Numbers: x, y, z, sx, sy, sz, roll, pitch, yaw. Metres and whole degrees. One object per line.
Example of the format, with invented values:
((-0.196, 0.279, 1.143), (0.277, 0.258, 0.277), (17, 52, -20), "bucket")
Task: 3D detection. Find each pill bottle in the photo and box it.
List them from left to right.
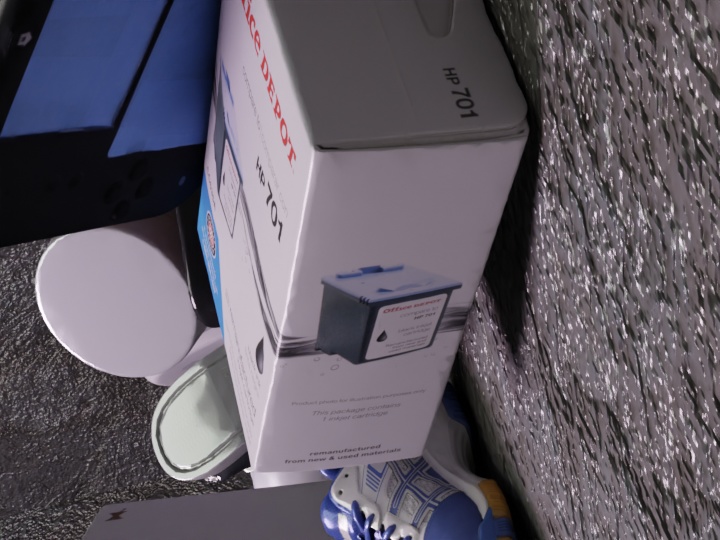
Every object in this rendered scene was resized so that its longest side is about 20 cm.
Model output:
((-0.106, -0.032, 0.914), (0.200, 0.113, 0.114), (-63, -31, -56), "pill bottle")

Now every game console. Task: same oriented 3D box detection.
((-0.086, -0.099, 0.629), (0.177, 0.031, 0.201), (-24, -35, -61), "game console")

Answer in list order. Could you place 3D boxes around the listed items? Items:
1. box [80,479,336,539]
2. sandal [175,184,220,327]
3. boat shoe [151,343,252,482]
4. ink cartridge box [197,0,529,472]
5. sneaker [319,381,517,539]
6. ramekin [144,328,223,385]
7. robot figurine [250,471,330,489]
((-0.079, 0.251, 0.975), (0.200, 0.197, 0.173), (-65, -34, -73), "box")
((-0.075, -0.070, 0.815), (0.075, 0.045, 0.201), (41, -143, -72), "sandal")
((-0.022, 0.045, 0.801), (0.060, 0.199, 0.076), (7, -122, -55), "boat shoe")
((-0.009, -0.035, 0.641), (0.201, 0.085, 0.147), (101, 158, -49), "ink cartridge box")
((0.028, 0.131, 0.777), (0.200, 0.088, 0.076), (-116, 13, -63), "sneaker")
((-0.099, 0.014, 1.225), (0.201, 0.199, 0.098), (105, 143, -77), "ramekin")
((-0.032, 0.125, 1.178), (0.200, 0.112, 0.170), (-116, 4, -64), "robot figurine")
